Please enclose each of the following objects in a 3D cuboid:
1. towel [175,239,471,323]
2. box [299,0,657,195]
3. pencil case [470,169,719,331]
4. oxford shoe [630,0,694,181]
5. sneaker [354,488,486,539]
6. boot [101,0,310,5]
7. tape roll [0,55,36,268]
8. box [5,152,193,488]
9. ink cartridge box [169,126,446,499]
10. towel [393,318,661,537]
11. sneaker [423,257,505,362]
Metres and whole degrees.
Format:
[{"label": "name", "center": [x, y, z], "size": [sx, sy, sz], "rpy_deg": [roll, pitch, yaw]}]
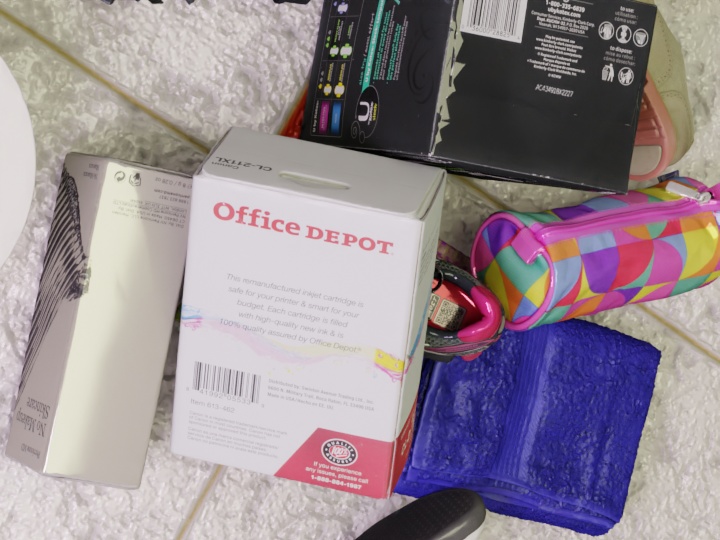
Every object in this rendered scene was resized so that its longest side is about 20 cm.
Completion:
[{"label": "towel", "center": [-0.015, 0.021, 1.766], "size": [0.200, 0.023, 0.144], "rpy_deg": [31, 83, -24]}, {"label": "box", "center": [0.071, -0.124, 1.693], "size": [0.148, 0.200, 0.125], "rpy_deg": [10, 90, -25]}, {"label": "pencil case", "center": [0.168, -0.016, 1.791], "size": [0.200, 0.088, 0.089], "rpy_deg": [-15, 102, -39]}, {"label": "oxford shoe", "center": [0.180, -0.164, 1.826], "size": [0.074, 0.071, 0.201], "rpy_deg": [-26, 103, -52]}, {"label": "sneaker", "center": [0.020, 0.238, 1.762], "size": [0.201, 0.067, 0.108], "rpy_deg": [-36, 111, 2]}, {"label": "boot", "center": [-0.104, -0.261, 1.674], "size": [0.162, 0.073, 0.199], "rpy_deg": [4, 92, -20]}, {"label": "tape roll", "center": [-0.307, -0.066, 1.556], "size": [0.202, 0.139, 0.203], "rpy_deg": [-2, 96, -24]}, {"label": "box", "center": [-0.162, 0.031, 1.658], "size": [0.068, 0.082, 0.201], "rpy_deg": [12, 89, -26]}, {"label": "ink cartridge box", "center": [-0.032, 0.026, 1.635], "size": [0.145, 0.083, 0.201], "rpy_deg": [12, 118, 9]}, {"label": "towel", "center": [0.114, 0.099, 1.804], "size": [0.200, 0.050, 0.148], "rpy_deg": [16, 91, -33]}, {"label": "sneaker", "center": [0.000, 0.000, 1.700], "size": [0.199, 0.075, 0.081], "rpy_deg": [16, 83, -4]}]
